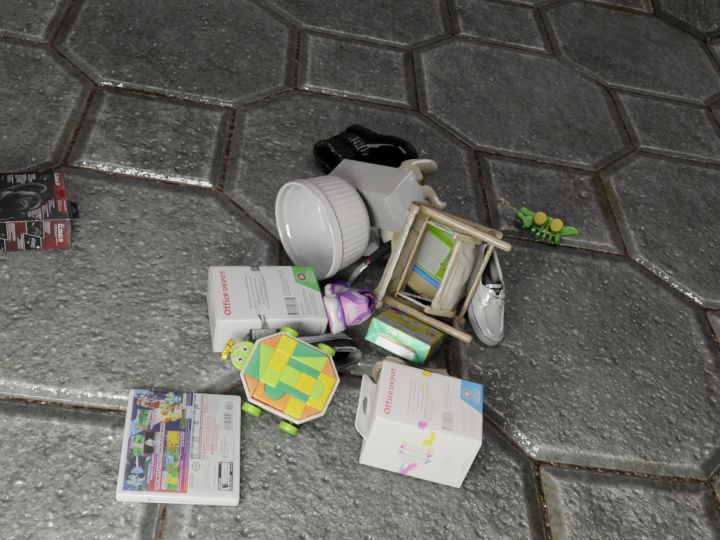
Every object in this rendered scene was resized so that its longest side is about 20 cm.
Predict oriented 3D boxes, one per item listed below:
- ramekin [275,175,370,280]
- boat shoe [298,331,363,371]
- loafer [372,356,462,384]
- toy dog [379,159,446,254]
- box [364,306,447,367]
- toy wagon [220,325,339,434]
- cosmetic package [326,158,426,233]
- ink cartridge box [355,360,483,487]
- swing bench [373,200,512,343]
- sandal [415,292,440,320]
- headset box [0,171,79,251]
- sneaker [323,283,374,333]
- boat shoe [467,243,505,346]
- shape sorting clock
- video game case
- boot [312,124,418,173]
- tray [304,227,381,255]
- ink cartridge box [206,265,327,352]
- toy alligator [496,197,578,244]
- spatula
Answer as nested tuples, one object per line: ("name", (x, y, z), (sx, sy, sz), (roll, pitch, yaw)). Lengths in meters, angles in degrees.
("ramekin", (-0.070, -0.091, 1.708), (0.105, 0.201, 0.200), (-22, 53, -33))
("boat shoe", (-0.086, 0.160, 1.524), (0.199, 0.074, 0.068), (-6, 30, -36))
("loafer", (0.116, 0.203, 1.545), (0.199, 0.076, 0.068), (26, 40, -3))
("toy dog", (0.090, -0.131, 1.855), (0.193, 0.140, 0.201), (10, 45, -14))
("box", (0.092, 0.113, 1.606), (0.117, 0.049, 0.200), (26, 15, 13))
("toy wagon", (-0.139, 0.170, 1.451), (0.199, 0.040, 0.156), (26, 74, -1))
("cosmetic package", (0.029, -0.149, 1.745), (0.090, 0.107, 0.200), (-45, 38, -22))
("ink cartridge box", (0.089, 0.249, 1.440), (0.199, 0.126, 0.129), (14, 40, -2))
("swing bench", (0.144, -0.005, 1.621), (0.199, 0.200, 0.130), (22, 12, -4))
("sandal", (0.140, 0.023, 1.774), (0.075, 0.048, 0.201), (17, 54, -6))
("headset box", (-0.635, -0.113, 1.649), (0.199, 0.077, 0.149), (-4, 45, -23))
("sneaker", (-0.018, 0.063, 1.590), (0.088, 0.081, 0.200), (-16, 7, 0))
("boat shoe", (0.249, 0.044, 1.710), (0.073, 0.065, 0.201), (-3, 72, -29))
("shape sorting clock", (0.150, -0.030, 1.753), (0.199, 0.039, 0.201), (9, 67, -21))
("video game case", (-0.280, 0.275, 1.374), (0.181, 0.023, 0.200), (6, 43, -12))
("boot", (0.012, -0.260, 2.014), (0.210, 0.080, 0.158), (21, 33, 22))
("tray", (-0.051, -0.079, 1.839), (0.199, 0.022, 0.108), (4, 41, -13))
("ink cartridge box", (-0.174, 0.067, 1.589), (0.199, 0.084, 0.146), (1, 43, -17))
("toy alligator", (0.393, -0.104, 1.989), (0.199, 0.059, 0.054), (23, 82, 8))
("spatula", (0.000, 0.000, 1.744), (0.056, 0.021, 0.200), (39, 65, 24))
